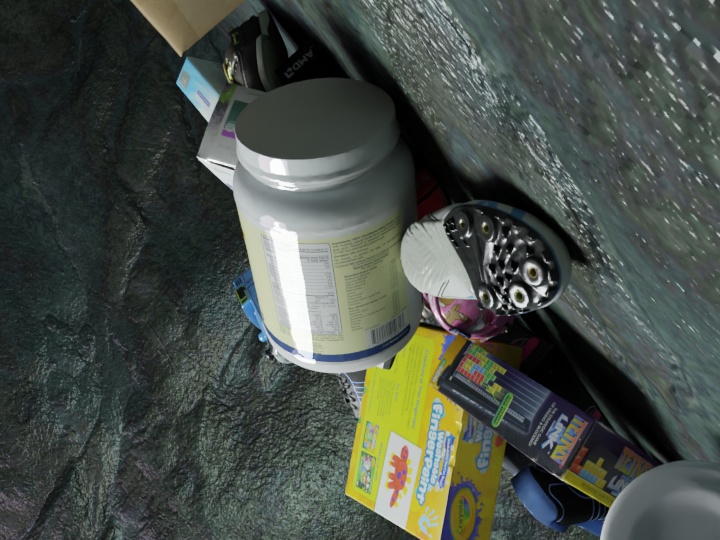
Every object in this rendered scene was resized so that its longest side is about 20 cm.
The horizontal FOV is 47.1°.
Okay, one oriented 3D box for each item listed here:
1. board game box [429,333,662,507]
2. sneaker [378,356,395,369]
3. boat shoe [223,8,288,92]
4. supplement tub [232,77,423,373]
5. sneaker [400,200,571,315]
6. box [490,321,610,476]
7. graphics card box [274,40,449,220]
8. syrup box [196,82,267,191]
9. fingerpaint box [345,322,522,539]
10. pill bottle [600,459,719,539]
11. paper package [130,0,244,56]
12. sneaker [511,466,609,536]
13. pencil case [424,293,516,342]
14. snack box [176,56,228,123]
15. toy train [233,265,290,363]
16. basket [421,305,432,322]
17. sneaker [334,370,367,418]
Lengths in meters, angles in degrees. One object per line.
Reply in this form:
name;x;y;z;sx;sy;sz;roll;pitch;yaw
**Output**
board game box;0.177;0.145;0.726;0.199;0.057;0.165;35;177;-40
sneaker;0.000;0.000;0.836;0.119;0.202;0.084;15;138;0
boat shoe;-0.111;-0.214;0.867;0.202;0.060;0.072;-99;-15;-58
supplement tub;-0.024;-0.035;0.667;0.145;0.143;0.202;50;155;48
sneaker;0.086;-0.014;0.542;0.200;0.071;0.073;-169;66;-74
box;0.190;0.162;0.957;0.200;0.122;0.106;48;172;-38
graphics card box;0.007;-0.117;0.802;0.201;0.051;0.125;52;-178;18
syrup box;-0.078;-0.101;0.821;0.078;0.083;0.200;17;169;17
fingerpaint box;0.073;0.161;0.863;0.072;0.204;0.166;10;180;-35
pill bottle;0.231;0.208;0.526;0.200;0.111;0.112;48;-178;-45
paper package;-0.165;-0.275;0.544;0.191;0.103;0.200;52;-178;18
sneaker;0.240;0.230;0.871;0.198;0.078;0.070;25;-157;-40
pencil case;0.102;0.018;0.829;0.200;0.081;0.088;-108;17;-86
snack box;-0.096;-0.182;0.938;0.198;0.037;0.116;0;-141;-46
toy train;-0.095;0.046;1.093;0.087;0.114;0.200;46;-175;-36
basket;0.016;-0.029;1.025;0.201;0.160;0.198;50;-179;-10
sneaker;0.002;0.134;0.996;0.200;0.078;0.070;40;-177;-34
